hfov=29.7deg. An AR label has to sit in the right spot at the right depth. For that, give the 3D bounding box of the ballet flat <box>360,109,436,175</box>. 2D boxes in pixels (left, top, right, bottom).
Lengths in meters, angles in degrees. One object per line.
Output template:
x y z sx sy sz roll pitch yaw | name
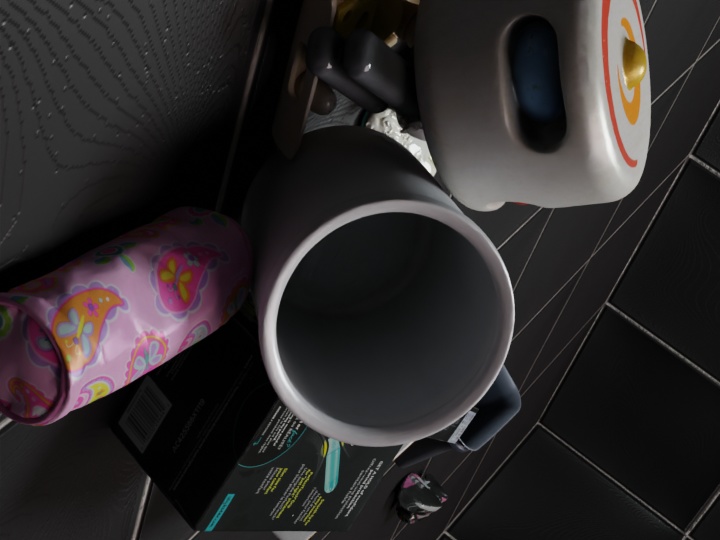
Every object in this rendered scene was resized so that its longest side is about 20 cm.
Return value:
0.041 -0.089 1.213 0.072 0.071 0.201 -49 163 -17 | ballet flat

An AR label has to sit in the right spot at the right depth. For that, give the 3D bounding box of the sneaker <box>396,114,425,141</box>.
0.089 -0.206 1.118 0.202 0.072 0.115 -58 165 -29 | sneaker

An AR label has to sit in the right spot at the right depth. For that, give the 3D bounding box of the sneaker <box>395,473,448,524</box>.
0.101 0.429 2.475 0.086 0.080 0.200 -45 160 7 | sneaker

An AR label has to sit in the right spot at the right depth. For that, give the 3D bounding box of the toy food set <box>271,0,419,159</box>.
0.019 -0.178 0.967 0.200 0.060 0.144 -42 161 -39 | toy food set

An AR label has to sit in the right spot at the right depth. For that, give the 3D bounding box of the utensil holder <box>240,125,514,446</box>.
0.000 0.000 0.951 0.171 0.169 0.200 -57 -159 12 | utensil holder

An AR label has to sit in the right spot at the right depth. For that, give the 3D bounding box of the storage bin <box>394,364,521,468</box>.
0.110 0.186 1.912 0.134 0.147 0.200 -31 179 33 | storage bin

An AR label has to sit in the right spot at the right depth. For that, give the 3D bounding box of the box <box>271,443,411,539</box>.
-0.028 0.153 1.313 0.200 0.098 0.124 -42 -170 1 | box

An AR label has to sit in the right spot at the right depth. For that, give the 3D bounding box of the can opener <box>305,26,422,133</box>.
0.020 -0.136 0.930 0.200 0.052 0.068 8 88 -68 | can opener

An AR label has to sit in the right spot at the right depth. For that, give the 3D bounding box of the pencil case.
-0.151 0.023 0.850 0.200 0.087 0.088 -34 155 -53 | pencil case

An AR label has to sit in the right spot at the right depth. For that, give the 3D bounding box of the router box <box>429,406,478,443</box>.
0.042 0.120 1.487 0.052 0.157 0.200 -53 165 0 | router box

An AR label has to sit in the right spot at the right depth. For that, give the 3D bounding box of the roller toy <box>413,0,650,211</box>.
0.129 -0.134 0.937 0.200 0.138 0.184 55 39 -50 | roller toy

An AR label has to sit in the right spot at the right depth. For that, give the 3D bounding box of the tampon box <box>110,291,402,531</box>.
-0.068 0.115 1.099 0.199 0.126 0.151 15 112 -53 | tampon box
